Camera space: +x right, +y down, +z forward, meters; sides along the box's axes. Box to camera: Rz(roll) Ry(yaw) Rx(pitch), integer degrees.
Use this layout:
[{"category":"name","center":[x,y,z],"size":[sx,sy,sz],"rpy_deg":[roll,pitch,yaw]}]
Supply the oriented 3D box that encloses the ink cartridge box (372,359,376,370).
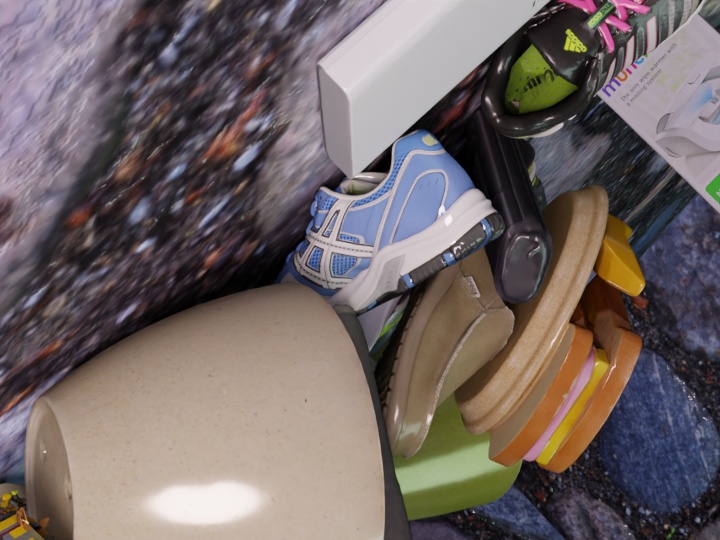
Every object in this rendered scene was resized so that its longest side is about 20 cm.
[{"category":"ink cartridge box","center":[-0.080,0.130,1.090],"size":[0.200,0.083,0.147],"rpy_deg":[-45,168,9]}]

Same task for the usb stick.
[{"category":"usb stick","center":[0.090,-0.046,0.929],"size":[0.200,0.032,0.056],"rpy_deg":[-96,-169,-63]}]

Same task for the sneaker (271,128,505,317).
[{"category":"sneaker","center":[-0.003,-0.014,0.882],"size":[0.200,0.077,0.076],"rpy_deg":[-31,177,37]}]

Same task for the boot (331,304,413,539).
[{"category":"boot","center":[0.009,0.116,0.805],"size":[0.072,0.201,0.181],"rpy_deg":[10,156,-37]}]

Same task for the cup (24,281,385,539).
[{"category":"cup","center":[-0.095,0.110,0.775],"size":[0.142,0.201,0.201],"rpy_deg":[-3,149,-26]}]

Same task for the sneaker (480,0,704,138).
[{"category":"sneaker","center":[0.142,-0.148,0.892],"size":[0.200,0.074,0.087],"rpy_deg":[-45,176,31]}]

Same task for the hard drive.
[{"category":"hard drive","center":[0.059,-0.139,0.758],"size":[0.200,0.027,0.132],"rpy_deg":[-43,169,-9]}]

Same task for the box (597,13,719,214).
[{"category":"box","center":[0.260,-0.124,1.131],"size":[0.097,0.177,0.200],"rpy_deg":[-46,168,14]}]

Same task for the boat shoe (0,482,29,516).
[{"category":"boat shoe","center":[-0.173,0.212,0.846],"size":[0.074,0.068,0.201],"rpy_deg":[-29,130,-7]}]

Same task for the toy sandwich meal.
[{"category":"toy sandwich meal","center":[0.131,0.037,0.979],"size":[0.206,0.070,0.205],"rpy_deg":[-61,-174,12]}]

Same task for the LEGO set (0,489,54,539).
[{"category":"LEGO set","center":[-0.226,0.183,0.712],"size":[0.154,0.116,0.201],"rpy_deg":[-33,148,-38]}]

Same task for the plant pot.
[{"category":"plant pot","center":[0.007,0.143,1.277],"size":[0.199,0.188,0.187],"rpy_deg":[-15,153,-37]}]

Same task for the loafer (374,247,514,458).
[{"category":"loafer","center":[0.057,0.040,0.921],"size":[0.201,0.067,0.076],"rpy_deg":[-65,-176,-39]}]

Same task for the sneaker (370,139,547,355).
[{"category":"sneaker","center":[0.064,-0.003,1.065],"size":[0.200,0.074,0.081],"rpy_deg":[-42,128,-2]}]

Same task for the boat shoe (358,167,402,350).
[{"category":"boat shoe","center":[0.000,0.000,0.968],"size":[0.200,0.070,0.066],"rpy_deg":[-57,177,26]}]
